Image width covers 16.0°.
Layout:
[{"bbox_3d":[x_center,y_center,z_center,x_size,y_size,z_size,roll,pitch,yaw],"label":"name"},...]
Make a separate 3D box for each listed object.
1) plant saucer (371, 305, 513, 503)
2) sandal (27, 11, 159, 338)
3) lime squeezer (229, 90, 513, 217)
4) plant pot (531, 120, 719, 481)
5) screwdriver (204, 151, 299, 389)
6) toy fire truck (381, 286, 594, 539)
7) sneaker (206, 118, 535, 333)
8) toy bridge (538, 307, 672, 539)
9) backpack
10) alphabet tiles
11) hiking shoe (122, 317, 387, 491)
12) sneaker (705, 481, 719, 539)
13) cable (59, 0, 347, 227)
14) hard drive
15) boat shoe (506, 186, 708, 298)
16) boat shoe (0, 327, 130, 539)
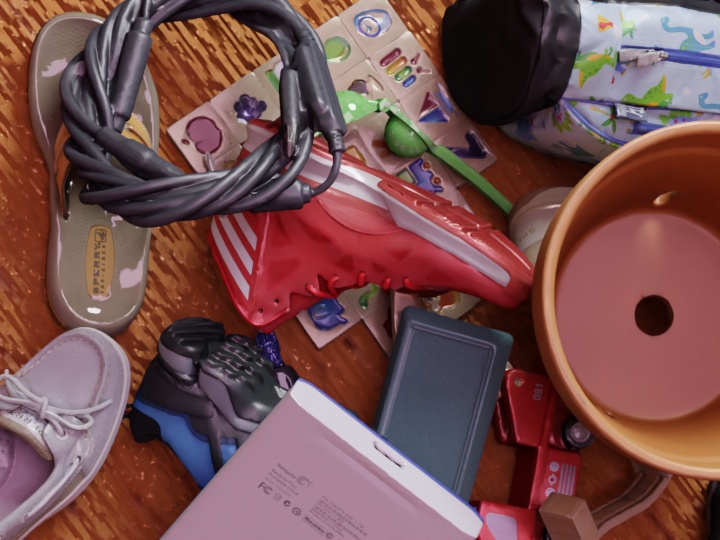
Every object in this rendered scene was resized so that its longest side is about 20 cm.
[{"bbox_3d":[0.032,0.126,1.532,0.070,0.019,0.200,16,94,9],"label":"plant saucer"},{"bbox_3d":[-0.157,-0.060,1.538,0.080,0.054,0.200,0,81,-13],"label":"sandal"},{"bbox_3d":[0.012,-0.073,1.578,0.200,0.038,0.071,7,74,-15],"label":"lime squeezer"},{"bbox_3d":[0.185,0.021,1.474,0.200,0.140,0.200,1,85,-11],"label":"plant pot"},{"bbox_3d":[-0.064,0.022,1.557,0.028,0.029,0.200,-16,89,-14],"label":"screwdriver"},{"bbox_3d":[0.073,0.081,1.565,0.141,0.049,0.200,13,81,-12],"label":"toy fire truck"},{"bbox_3d":[0.000,0.000,1.520,0.200,0.078,0.116,29,100,19],"label":"sneaker"},{"bbox_3d":[0.175,0.101,1.573,0.200,0.027,0.067,-53,134,-34],"label":"toy bridge"},{"bbox_3d":[0.171,-0.121,1.579,0.200,0.163,0.154,-9,92,-20],"label":"backpack"},{"bbox_3d":[0.002,-0.051,1.597,0.167,0.008,0.200,-35,90,-15],"label":"alphabet tiles"},{"bbox_3d":[-0.049,0.114,1.515,0.200,0.074,0.087,39,117,12],"label":"hiking shoe"},{"bbox_3d":[0.249,0.179,1.562,0.076,0.114,0.199,24,75,-10],"label":"sneaker"},{"bbox_3d":[-0.097,-0.101,1.499,0.163,0.051,0.200,-18,51,0],"label":"cable"},{"bbox_3d":[-0.039,0.167,1.472,0.132,0.200,0.025,38,34,-4],"label":"hard drive"},{"bbox_3d":[0.192,-0.009,1.586,0.200,0.072,0.065,3,44,-12],"label":"boat shoe"},{"bbox_3d":[-0.207,0.116,1.486,0.074,0.065,0.202,38,79,13],"label":"boat shoe"}]
